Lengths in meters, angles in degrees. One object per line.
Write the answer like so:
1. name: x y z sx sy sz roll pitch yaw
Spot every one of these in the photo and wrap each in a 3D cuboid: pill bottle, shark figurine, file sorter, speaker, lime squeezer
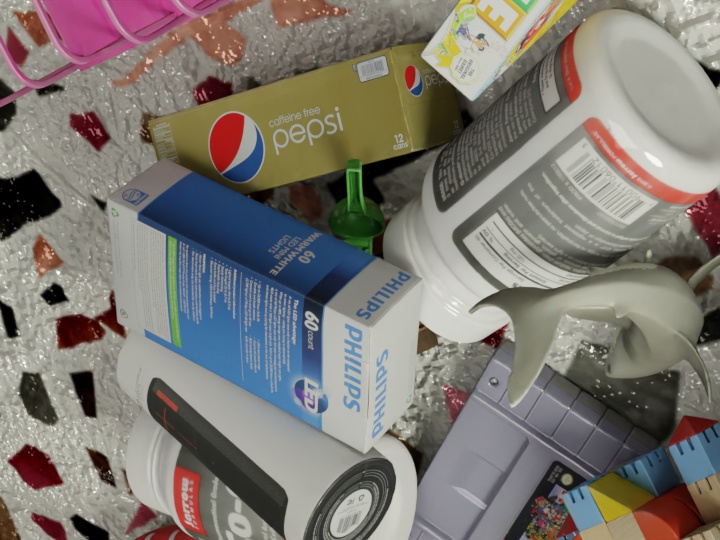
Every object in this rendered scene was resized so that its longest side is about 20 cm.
1. pill bottle: 0.107 -0.047 0.860 0.116 0.116 0.200 48 130 -3
2. shark figurine: 0.162 0.038 0.837 0.127 0.214 0.090 -33 67 23
3. pill bottle: -0.068 0.150 1.066 0.198 0.114 0.115 12 123 37
4. file sorter: -0.172 -0.200 0.929 0.198 0.125 0.140 -16 108 36
5. speaker: -0.071 0.100 0.964 0.199 0.081 0.082 36 132 34
6. lime squeezer: 0.000 0.000 0.948 0.037 0.071 0.202 -6 128 -11

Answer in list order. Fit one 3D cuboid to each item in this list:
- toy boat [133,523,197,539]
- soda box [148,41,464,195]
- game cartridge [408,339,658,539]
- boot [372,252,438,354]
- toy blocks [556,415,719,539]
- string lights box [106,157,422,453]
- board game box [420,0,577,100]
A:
1. toy boat: -0.154 0.272 1.160 0.199 0.130 0.132 -22 84 57
2. soda box: -0.037 -0.090 0.943 0.198 0.067 0.065 -11 95 35
3. game cartridge: 0.109 0.157 1.032 0.129 0.038 0.201 36 129 13
4. boot: -0.042 0.039 1.038 0.198 0.073 0.076 -17 93 29
5. toy blocks: 0.182 0.176 0.920 0.200 0.099 0.138 -37 76 50
6. string lights box: -0.062 0.020 0.917 0.198 0.059 0.104 25 134 24
7. board game box: 0.115 -0.175 0.726 0.034 0.200 0.135 40 130 3
